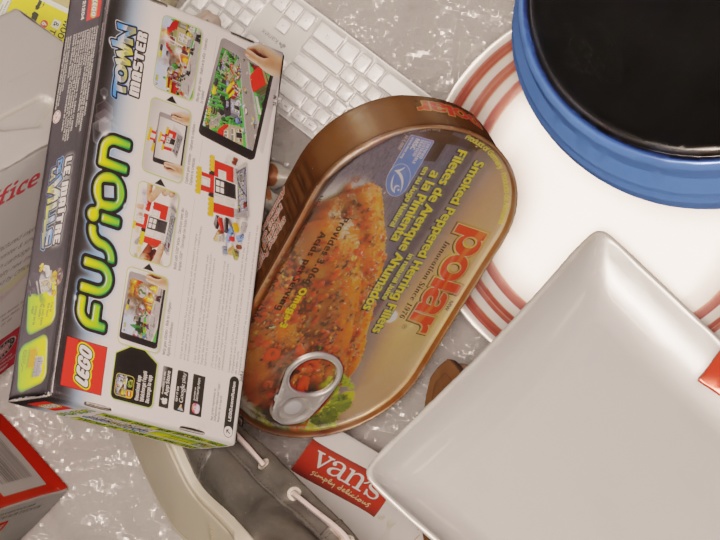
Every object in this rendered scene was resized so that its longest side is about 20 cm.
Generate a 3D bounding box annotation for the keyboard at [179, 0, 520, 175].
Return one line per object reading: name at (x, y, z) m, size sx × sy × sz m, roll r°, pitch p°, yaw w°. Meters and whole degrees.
keyboard at (-0.010, -0.093, 1.100) m, size 0.200 × 0.011 × 0.056 m, roll 38°, pitch 98°, yaw 9°

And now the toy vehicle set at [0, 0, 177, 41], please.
toy vehicle set at (-0.181, -0.123, 1.127) m, size 0.124 × 0.027 × 0.200 m, roll 28°, pitch 96°, yaw 10°

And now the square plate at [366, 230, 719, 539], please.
square plate at (0.129, 0.107, 0.993) m, size 0.200 × 0.028 × 0.198 m, roll 44°, pitch 58°, yaw 4°

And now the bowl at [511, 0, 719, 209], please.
bowl at (0.171, -0.129, 1.011) m, size 0.200 × 0.039 × 0.201 m, roll -5°, pitch 67°, yaw 12°

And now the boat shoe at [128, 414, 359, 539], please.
boat shoe at (-0.058, 0.111, 1.019) m, size 0.057 × 0.200 × 0.067 m, roll -19°, pitch 131°, yaw -23°

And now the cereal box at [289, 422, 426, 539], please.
cereal box at (-0.011, 0.188, 1.031) m, size 0.144 × 0.040 × 0.200 m, roll 30°, pitch 57°, yaw 9°

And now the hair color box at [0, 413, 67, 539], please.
hair color box at (-0.259, 0.169, 1.104) m, size 0.200 × 0.111 × 0.064 m, roll -44°, pitch 82°, yaw 10°

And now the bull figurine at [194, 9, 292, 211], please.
bull figurine at (-0.090, -0.033, 1.089) m, size 0.121 × 0.065 × 0.200 m, roll 23°, pitch 96°, yaw 7°

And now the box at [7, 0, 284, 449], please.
box at (-0.098, -0.025, 0.978) m, size 0.035 × 0.110 × 0.200 m, roll -10°, pitch 67°, yaw 47°

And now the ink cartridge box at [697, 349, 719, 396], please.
ink cartridge box at (0.263, -0.002, 1.001) m, size 0.109 × 0.050 × 0.200 m, roll 34°, pitch 82°, yaw 10°

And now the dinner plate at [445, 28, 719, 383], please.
dinner plate at (0.131, -0.039, 1.060) m, size 0.200 × 0.024 × 0.200 m, roll 0°, pitch 91°, yaw 8°

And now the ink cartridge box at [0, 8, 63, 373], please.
ink cartridge box at (-0.213, -0.014, 1.036) m, size 0.086 × 0.148 × 0.200 m, roll 35°, pitch 125°, yaw 11°

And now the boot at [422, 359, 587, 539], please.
boot at (0.111, 0.143, 1.031) m, size 0.146 × 0.070 × 0.200 m, roll 9°, pitch 57°, yaw -22°

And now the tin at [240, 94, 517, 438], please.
tin at (0.000, 0.000, 1.028) m, size 0.112 × 0.042 × 0.200 m, roll 15°, pitch 122°, yaw -27°
